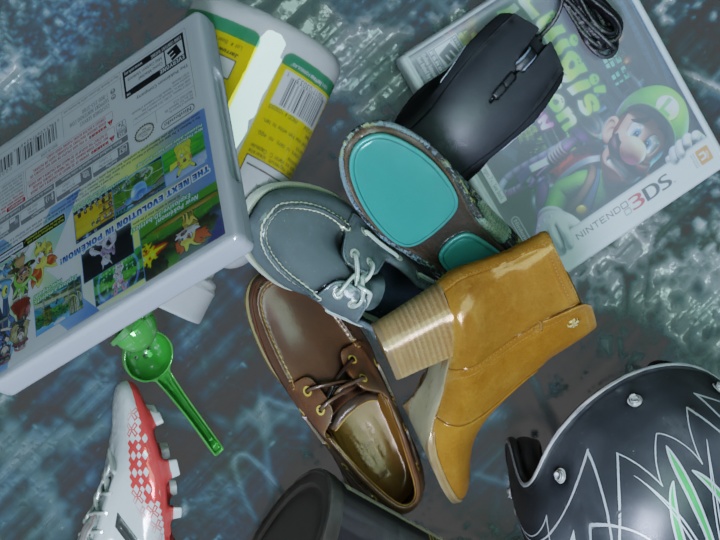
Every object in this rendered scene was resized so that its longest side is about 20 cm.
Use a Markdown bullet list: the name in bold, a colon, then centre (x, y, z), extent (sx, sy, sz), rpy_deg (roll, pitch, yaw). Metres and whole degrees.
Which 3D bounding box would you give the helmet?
- **helmet**: centre (0.201, 0.160, 1.022), extent (0.198, 0.191, 0.203), rpy_deg (-1, 93, -12)

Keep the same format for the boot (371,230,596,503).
- **boot**: centre (0.098, 0.071, 1.013), extent (0.143, 0.071, 0.202), rpy_deg (-24, 134, -3)

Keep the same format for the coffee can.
- **coffee can**: centre (0.022, 0.246, 1.006), extent (0.199, 0.146, 0.147), rpy_deg (30, 87, -16)

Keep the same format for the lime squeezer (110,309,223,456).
- **lime squeezer**: centre (-0.141, 0.058, 0.981), extent (0.037, 0.201, 0.071), rpy_deg (-26, 58, -8)

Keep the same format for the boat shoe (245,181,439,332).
- **boat shoe**: centre (0.000, 0.000, 0.995), extent (0.199, 0.062, 0.073), rpy_deg (32, 85, -43)

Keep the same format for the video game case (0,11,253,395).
- **video game case**: centre (-0.160, -0.043, 0.923), extent (0.199, 0.184, 0.022), rpy_deg (-29, 142, 22)

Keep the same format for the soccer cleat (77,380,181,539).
- **soccer cleat**: centre (-0.165, 0.178, 1.013), extent (0.084, 0.069, 0.202), rpy_deg (-8, 98, -14)

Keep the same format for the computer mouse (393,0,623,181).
- **computer mouse**: centre (0.086, -0.158, 1.034), extent (0.200, 0.046, 0.141), rpy_deg (-40, 101, -7)

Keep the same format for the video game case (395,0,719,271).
- **video game case**: centre (0.150, -0.116, 1.085), extent (0.181, 0.023, 0.201), rpy_deg (-33, 98, -9)

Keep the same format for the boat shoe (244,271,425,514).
- **boat shoe**: centre (-0.011, 0.084, 1.038), extent (0.072, 0.068, 0.201), rpy_deg (-32, 98, -8)

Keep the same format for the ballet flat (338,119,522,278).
- **ballet flat**: centre (0.051, -0.040, 1.009), extent (0.074, 0.074, 0.200), rpy_deg (-47, 122, -6)

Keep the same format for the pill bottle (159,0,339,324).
- **pill bottle**: centre (-0.102, -0.072, 0.989), extent (0.112, 0.113, 0.202), rpy_deg (25, 87, -12)
